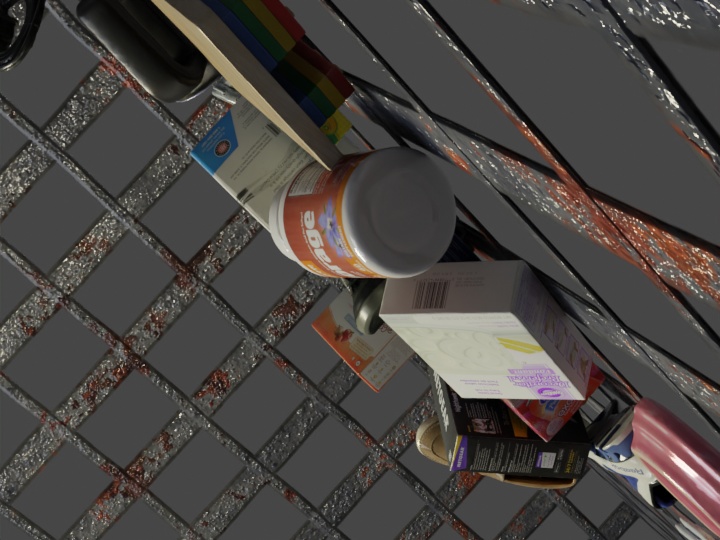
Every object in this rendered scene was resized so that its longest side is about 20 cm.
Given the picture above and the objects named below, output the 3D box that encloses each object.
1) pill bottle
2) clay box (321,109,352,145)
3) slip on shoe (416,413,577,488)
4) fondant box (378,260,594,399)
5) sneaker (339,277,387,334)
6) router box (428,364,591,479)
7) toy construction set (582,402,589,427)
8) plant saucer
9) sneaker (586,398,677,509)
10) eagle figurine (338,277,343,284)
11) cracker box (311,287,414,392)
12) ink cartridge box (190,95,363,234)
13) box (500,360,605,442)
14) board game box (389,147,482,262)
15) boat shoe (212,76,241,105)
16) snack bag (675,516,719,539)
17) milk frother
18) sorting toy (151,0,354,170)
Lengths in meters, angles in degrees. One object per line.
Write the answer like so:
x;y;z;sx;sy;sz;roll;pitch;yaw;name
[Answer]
-0.007;-0.049;1.266;0.112;0.113;0.199;44;161;-20;pill bottle
-0.067;-0.179;1.522;0.115;0.048;0.200;44;178;-6;clay box
0.164;0.218;1.650;0.197;0.077;0.061;13;-152;-5;slip on shoe
0.127;0.062;1.367;0.143;0.059;0.200;-2;152;31;fondant box
0.000;0.000;1.442;0.114;0.076;0.199;41;-167;0;sneaker
0.169;0.156;1.620;0.155;0.053;0.201;5;-150;-8;router box
0.235;0.184;1.891;0.200;0.131;0.092;43;178;41;toy construction set
0.336;0.209;1.363;0.200;0.051;0.201;45;178;2;plant saucer
0.313;0.215;1.585;0.115;0.081;0.199;46;177;0;sneaker
0.004;-0.038;1.807;0.198;0.154;0.150;18;-162;29;eagle figurine
0.044;0.047;1.891;0.058;0.200;0.134;45;177;-43;cracker box
-0.084;-0.121;1.693;0.200;0.146;0.084;44;178;18;ink cartridge box
0.164;0.083;1.556;0.200;0.100;0.095;43;178;45;box
0.053;-0.055;1.478;0.200;0.062;0.200;44;180;-20;board game box
-0.100;-0.189;1.804;0.202;0.065;0.074;42;180;-14;boat shoe
0.437;0.318;1.407;0.198;0.022;0.189;25;-177;-15;snack bag
-0.245;-0.237;1.371;0.198;0.182;0.188;-20;127;39;milk frother
-0.102;-0.207;1.211;0.200;0.070;0.199;45;179;-43;sorting toy
